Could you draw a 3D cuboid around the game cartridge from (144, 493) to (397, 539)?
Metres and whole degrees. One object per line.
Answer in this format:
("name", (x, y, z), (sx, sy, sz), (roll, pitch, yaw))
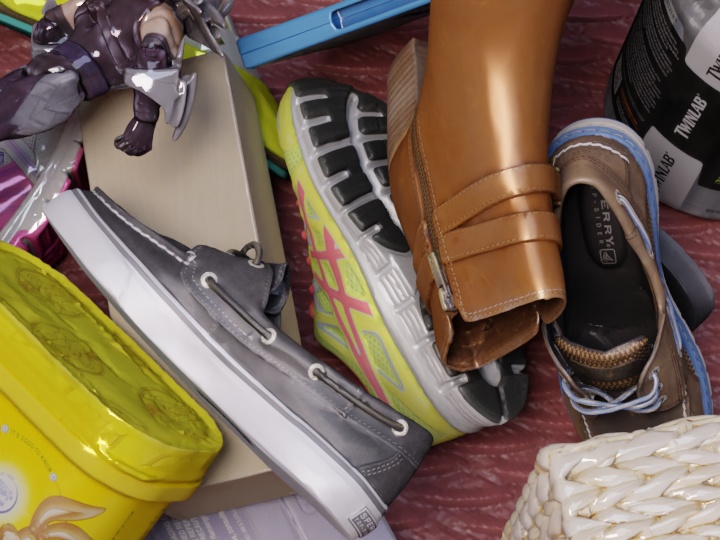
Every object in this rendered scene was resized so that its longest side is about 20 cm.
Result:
("game cartridge", (-0.063, 0.116, 0.926), (0.129, 0.038, 0.201), (-26, 72, -12))

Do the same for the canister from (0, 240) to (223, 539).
("canister", (-0.173, 0.108, 0.836), (0.148, 0.086, 0.200), (41, 102, 22))

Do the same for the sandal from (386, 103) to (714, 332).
("sandal", (0.085, -0.017, 0.979), (0.200, 0.076, 0.043), (30, 65, 18))

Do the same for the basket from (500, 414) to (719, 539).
("basket", (0.173, 0.160, 0.842), (0.199, 0.198, 0.162), (-10, 66, -10))

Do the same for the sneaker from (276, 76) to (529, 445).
("sneaker", (0.000, 0.000, 0.950), (0.078, 0.090, 0.201), (-9, 69, -45))

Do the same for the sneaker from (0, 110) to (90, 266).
("sneaker", (-0.192, -0.024, 0.946), (0.088, 0.081, 0.201), (25, 66, 4))

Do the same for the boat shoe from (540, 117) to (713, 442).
("boat shoe", (0.116, 0.034, 0.909), (0.072, 0.072, 0.201), (-10, 108, 20))

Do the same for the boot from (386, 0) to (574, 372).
("boot", (0.066, -0.059, 0.835), (0.073, 0.200, 0.155), (-1, 63, -14))

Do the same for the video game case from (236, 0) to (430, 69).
("video game case", (0.054, -0.144, 0.947), (0.199, 0.143, 0.018), (-17, 95, 25))

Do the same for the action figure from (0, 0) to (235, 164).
("action figure", (-0.136, -0.078, 0.848), (0.200, 0.130, 0.070), (-33, 112, -20))

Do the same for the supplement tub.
("supplement tub", (0.198, -0.117, 0.961), (0.122, 0.200, 0.123), (2, 67, -4))

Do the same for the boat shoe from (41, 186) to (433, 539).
("boat shoe", (-0.050, 0.024, 0.825), (0.066, 0.070, 0.200), (-44, 72, -9))

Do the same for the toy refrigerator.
("toy refrigerator", (-0.074, 0.008, 0.905), (0.076, 0.070, 0.201), (-14, 73, 7))

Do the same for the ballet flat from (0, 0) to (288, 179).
("ballet flat", (-0.107, -0.121, 1.000), (0.199, 0.067, 0.067), (29, 89, 9))
